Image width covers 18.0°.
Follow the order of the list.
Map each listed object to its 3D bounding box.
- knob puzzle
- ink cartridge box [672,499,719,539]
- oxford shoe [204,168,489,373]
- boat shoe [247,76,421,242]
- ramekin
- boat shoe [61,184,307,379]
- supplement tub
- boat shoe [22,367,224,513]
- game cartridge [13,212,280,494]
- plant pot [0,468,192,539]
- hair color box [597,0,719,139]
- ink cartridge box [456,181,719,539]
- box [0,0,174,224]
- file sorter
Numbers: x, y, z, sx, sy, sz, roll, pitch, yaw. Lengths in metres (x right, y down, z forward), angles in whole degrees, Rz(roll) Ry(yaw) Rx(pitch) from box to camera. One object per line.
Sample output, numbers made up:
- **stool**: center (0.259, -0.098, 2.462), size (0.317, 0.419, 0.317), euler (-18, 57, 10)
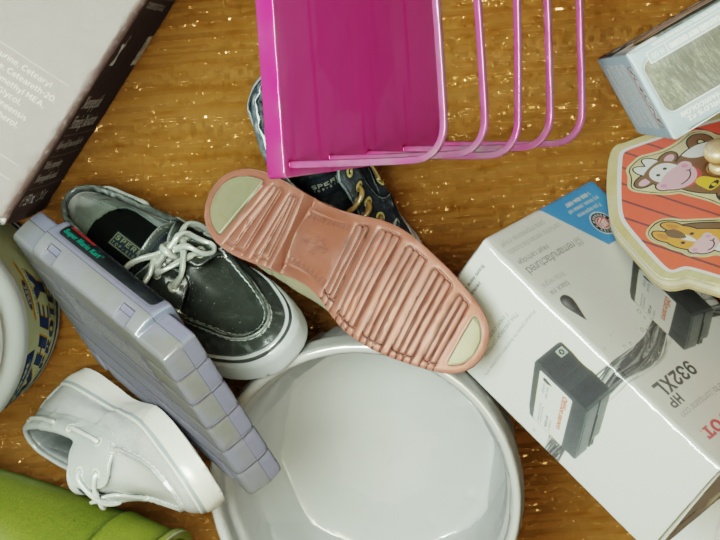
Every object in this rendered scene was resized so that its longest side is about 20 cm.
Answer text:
- **knob puzzle**: center (0.241, -0.054, 1.422), size (0.218, 0.220, 0.031), euler (-10, 127, 2)
- **ink cartridge box**: center (0.285, 0.174, 1.504), size (0.198, 0.043, 0.198), euler (-2, 95, 3)
- **oxford shoe**: center (0.000, 0.000, 1.394), size (0.199, 0.074, 0.071), euler (34, 92, 19)
- **boat shoe**: center (-0.015, -0.039, 1.464), size (0.071, 0.091, 0.201), euler (-31, 94, 4)
- **ramekin**: center (0.010, 0.126, 1.456), size (0.198, 0.105, 0.202), euler (2, 106, 8)
- **boat shoe**: center (-0.116, -0.001, 1.429), size (0.074, 0.068, 0.199), euler (-45, 51, -9)
- **supplement tub**: center (-0.271, 0.034, 1.421), size (0.144, 0.200, 0.146), euler (0, 95, 1)
- **boat shoe**: center (-0.155, 0.117, 1.429), size (0.068, 0.200, 0.072), euler (-39, 126, -17)
- **game cartridge**: center (-0.132, 0.045, 1.386), size (0.038, 0.200, 0.130), euler (-37, 129, -16)
- **plant pot**: center (-0.240, 0.209, 1.453), size (0.192, 0.200, 0.201), euler (28, 95, 10)
- **hair color box**: center (0.210, -0.131, 1.398), size (0.099, 0.200, 0.061), euler (-30, 94, 3)
- **ink cartridge box**: center (0.161, 0.056, 1.410), size (0.200, 0.145, 0.084), euler (45, 125, 14)
- **box**: center (-0.225, -0.158, 1.420), size (0.164, 0.166, 0.201), euler (34, 95, -2)
- **file sorter**: center (0.043, -0.135, 1.383), size (0.125, 0.200, 0.140), euler (0, 96, 31)
